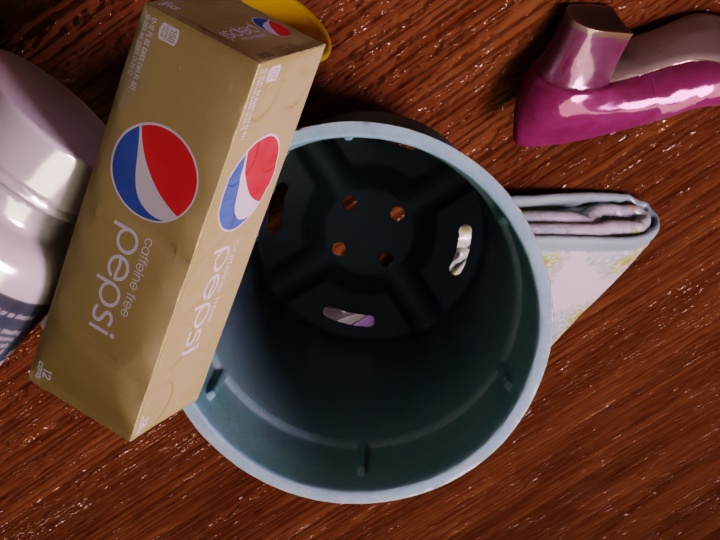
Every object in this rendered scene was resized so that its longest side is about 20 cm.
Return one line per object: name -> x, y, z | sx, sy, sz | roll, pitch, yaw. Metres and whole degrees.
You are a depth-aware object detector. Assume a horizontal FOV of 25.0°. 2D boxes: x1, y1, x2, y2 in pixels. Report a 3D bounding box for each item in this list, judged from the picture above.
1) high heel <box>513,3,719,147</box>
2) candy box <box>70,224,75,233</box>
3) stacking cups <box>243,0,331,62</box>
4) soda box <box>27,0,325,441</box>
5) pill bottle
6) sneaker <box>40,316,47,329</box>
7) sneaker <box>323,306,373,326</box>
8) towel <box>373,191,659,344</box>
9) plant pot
high heel -> 0.193, -0.113, 1.033 | 0.200, 0.067, 0.096 | 8, 129, -22
candy box -> -0.220, 0.031, 0.935 | 0.026, 0.102, 0.200 | 39, 122, -10
stacking cups -> -0.095, -0.064, 0.888 | 0.060, 0.061, 0.200 | 8, 132, -44
soda box -> -0.087, -0.025, 0.754 | 0.068, 0.064, 0.200 | -31, 145, -61
pill bottle -> -0.209, -0.004, 0.788 | 0.200, 0.120, 0.120 | -46, 146, 13
sneaker -> -0.106, 0.064, 0.965 | 0.200, 0.116, 0.075 | 26, 107, -15
sneaker -> -0.078, 0.030, 1.079 | 0.200, 0.076, 0.088 | -6, 131, -36
towel -> 0.101, 0.008, 1.185 | 0.200, 0.048, 0.171 | 0, 145, -37
plant pot -> 0.000, 0.000, 0.903 | 0.200, 0.200, 0.196 | -30, -169, 9
